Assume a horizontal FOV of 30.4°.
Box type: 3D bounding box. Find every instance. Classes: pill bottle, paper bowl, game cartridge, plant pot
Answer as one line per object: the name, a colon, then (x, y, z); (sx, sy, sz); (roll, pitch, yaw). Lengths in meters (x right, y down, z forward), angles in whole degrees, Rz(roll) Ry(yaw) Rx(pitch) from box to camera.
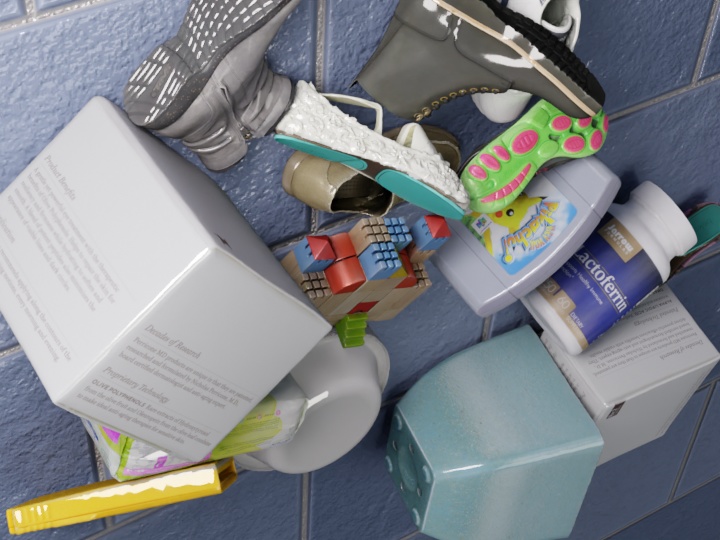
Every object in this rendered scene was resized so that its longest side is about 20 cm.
pill bottle: (0.286, -0.005, 1.545); (0.200, 0.116, 0.116); (-40, 145, 0)
paper bowl: (-0.059, 0.133, 1.394); (0.200, 0.105, 0.202); (-25, 143, -20)
game cartridge: (-0.222, 0.213, 1.266); (0.198, 0.033, 0.176); (-14, 176, -1)
plant pot: (0.143, 0.216, 1.600); (0.198, 0.197, 0.197); (-11, 137, -22)
game cartridge: (0.164, -0.054, 1.366); (0.200, 0.133, 0.040); (-45, 152, 7)

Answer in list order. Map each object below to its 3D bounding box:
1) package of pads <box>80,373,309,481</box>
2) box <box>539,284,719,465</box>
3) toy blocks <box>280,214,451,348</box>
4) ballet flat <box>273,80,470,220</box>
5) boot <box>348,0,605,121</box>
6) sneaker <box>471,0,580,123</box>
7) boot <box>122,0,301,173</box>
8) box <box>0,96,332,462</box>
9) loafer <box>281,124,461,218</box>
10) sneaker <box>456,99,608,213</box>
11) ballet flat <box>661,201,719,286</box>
package of pads: (-0.163, 0.106, 1.224); (0.199, 0.155, 0.069); (-9, 135, -36)
box: (0.315, 0.144, 1.693); (0.199, 0.131, 0.200); (-18, 150, -27)
toy blocks: (0.000, 0.000, 1.266); (0.199, 0.101, 0.137); (-6, 155, -38)
ballet flat: (0.018, -0.111, 1.167); (0.199, 0.072, 0.072); (23, 117, -15)
boot: (0.102, -0.165, 1.176); (0.139, 0.199, 0.078); (-53, 180, 25)
sneaker: (0.156, -0.207, 1.239); (0.076, 0.081, 0.201); (-23, 145, -27)
boot: (-0.090, -0.174, 1.078); (0.200, 0.070, 0.131); (-40, 151, 15)
box: (-0.172, 0.011, 1.075); (0.171, 0.199, 0.200); (-45, 146, 6)
loafer: (0.020, -0.086, 1.257); (0.199, 0.068, 0.076); (-14, 138, -31)
sneaker: (0.162, -0.122, 1.307); (0.199, 0.084, 0.077); (-30, 101, -25)
ballet flat: (0.374, -0.019, 1.662); (0.199, 0.069, 0.071); (-31, 170, -12)
